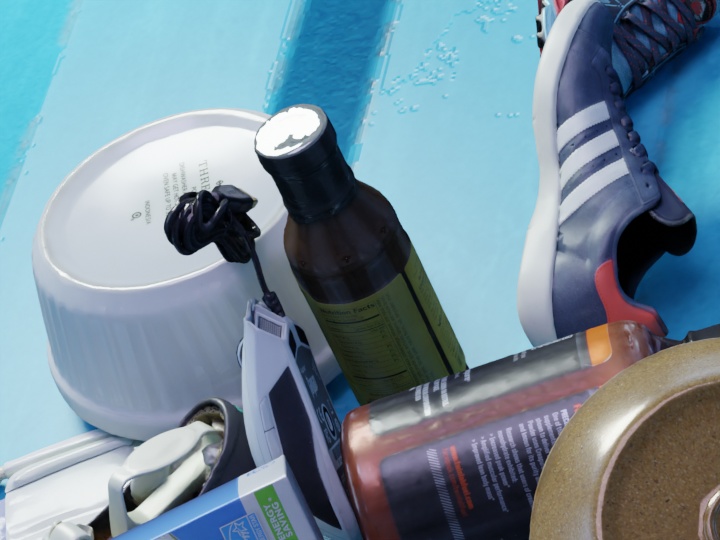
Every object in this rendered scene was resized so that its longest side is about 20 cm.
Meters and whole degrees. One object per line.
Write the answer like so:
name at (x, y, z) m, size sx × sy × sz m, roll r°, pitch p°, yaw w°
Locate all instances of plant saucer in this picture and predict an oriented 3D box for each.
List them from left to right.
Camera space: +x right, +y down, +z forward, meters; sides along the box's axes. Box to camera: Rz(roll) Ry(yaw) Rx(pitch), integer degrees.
plant saucer at (0.177, 0.121, 1.348) m, size 0.199 × 0.035 × 0.202 m, roll -1°, pitch 71°, yaw 2°

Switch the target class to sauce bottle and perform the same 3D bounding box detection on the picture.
sauce bottle at (0.000, 0.000, 1.519) m, size 0.064 × 0.201 × 0.065 m, roll -15°, pitch 39°, yaw 12°

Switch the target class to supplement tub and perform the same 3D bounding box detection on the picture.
supplement tub at (0.097, 0.089, 1.445) m, size 0.199 × 0.107 × 0.107 m, roll -19°, pitch 40°, yaw 9°

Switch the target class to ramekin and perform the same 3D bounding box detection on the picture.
ramekin at (-0.091, -0.006, 1.641) m, size 0.201 × 0.095 × 0.203 m, roll -14°, pitch 37°, yaw 10°

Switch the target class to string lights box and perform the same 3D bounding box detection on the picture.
string lights box at (-0.105, 0.182, 1.445) m, size 0.199 × 0.103 × 0.059 m, roll -26°, pitch 7°, yaw 0°

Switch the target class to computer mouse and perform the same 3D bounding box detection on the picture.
computer mouse at (-0.048, 0.053, 1.504) m, size 0.044 × 0.201 × 0.110 m, roll -21°, pitch 1°, yaw 8°

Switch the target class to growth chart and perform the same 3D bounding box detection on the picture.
growth chart at (-0.161, 0.157, 1.575) m, size 0.144 × 0.018 × 0.201 m, roll -16°, pitch 41°, yaw 12°

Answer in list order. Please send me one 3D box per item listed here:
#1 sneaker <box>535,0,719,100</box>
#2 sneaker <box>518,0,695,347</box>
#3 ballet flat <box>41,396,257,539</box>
sneaker at (0.159, -0.154, 1.696) m, size 0.095 × 0.080 × 0.201 m, roll -3°, pitch 45°, yaw 22°
sneaker at (0.137, -0.049, 1.566) m, size 0.084 × 0.075 × 0.201 m, roll -1°, pitch 72°, yaw 19°
ballet flat at (-0.124, 0.138, 1.512) m, size 0.200 × 0.073 × 0.073 m, roll -43°, pitch 43°, yaw -19°
